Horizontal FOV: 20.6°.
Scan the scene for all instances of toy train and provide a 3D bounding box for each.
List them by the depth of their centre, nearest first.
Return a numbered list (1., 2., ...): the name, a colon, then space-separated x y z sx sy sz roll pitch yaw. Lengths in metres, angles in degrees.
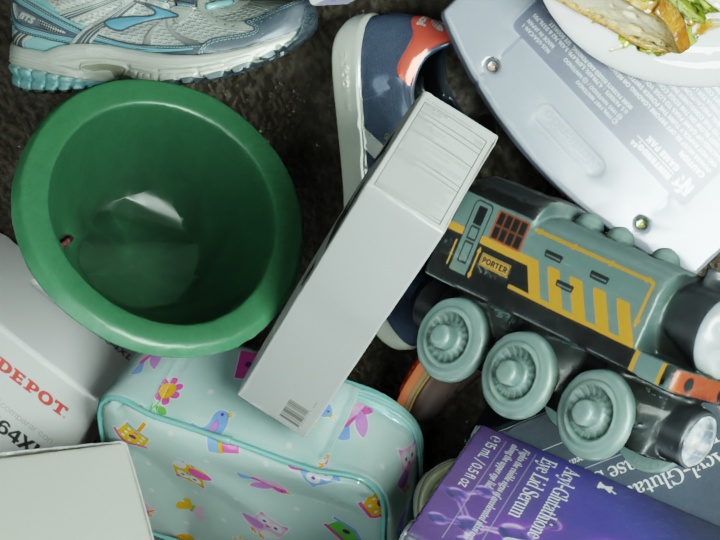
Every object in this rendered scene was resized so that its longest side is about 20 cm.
1. toy train: 0.112 0.028 1.034 0.200 0.085 0.114 27 98 42

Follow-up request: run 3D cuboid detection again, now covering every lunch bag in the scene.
1. lunch bag: -0.061 0.120 1.210 0.199 0.077 0.161 17 144 17

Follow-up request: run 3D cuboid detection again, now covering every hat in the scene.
1. hat: -0.137 -0.002 1.147 0.165 0.200 0.176 27 143 -10

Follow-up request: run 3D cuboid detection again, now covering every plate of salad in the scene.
1. plate of salad: 0.184 -0.166 0.982 0.199 0.048 0.200 -1 132 -1

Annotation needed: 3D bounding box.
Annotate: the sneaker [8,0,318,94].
1. sneaker: -0.123 -0.153 1.159 0.199 0.078 0.087 -3 103 20

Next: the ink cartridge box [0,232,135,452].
1. ink cartridge box: -0.250 0.097 1.288 0.146 0.084 0.200 36 117 5

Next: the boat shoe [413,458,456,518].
1. boat shoe: 0.091 0.195 1.195 0.075 0.068 0.200 -28 104 4

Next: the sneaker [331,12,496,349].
1. sneaker: 0.038 -0.049 1.138 0.084 0.075 0.201 0 110 21

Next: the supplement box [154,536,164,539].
1. supplement box: -0.066 0.243 1.287 0.199 0.061 0.109 16 114 15

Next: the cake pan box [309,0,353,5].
1. cake pan box: 0.020 -0.263 1.065 0.200 0.052 0.185 -23 87 27

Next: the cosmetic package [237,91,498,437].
1. cosmetic package: 0.000 0.000 1.061 0.051 0.083 0.200 33 137 0

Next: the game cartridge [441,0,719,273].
1. game cartridge: 0.145 -0.100 1.076 0.133 0.041 0.200 -43 90 -1

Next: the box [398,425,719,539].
1. box: 0.117 0.186 1.034 0.200 0.148 0.105 22 114 10

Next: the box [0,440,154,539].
1. box: -0.193 0.212 1.195 0.200 0.109 0.128 112 146 -49

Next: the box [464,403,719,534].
1. box: 0.178 0.138 1.136 0.148 0.107 0.200 -25 99 25

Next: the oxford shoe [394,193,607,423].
1. oxford shoe: 0.095 0.031 1.149 0.073 0.071 0.200 42 116 -3
